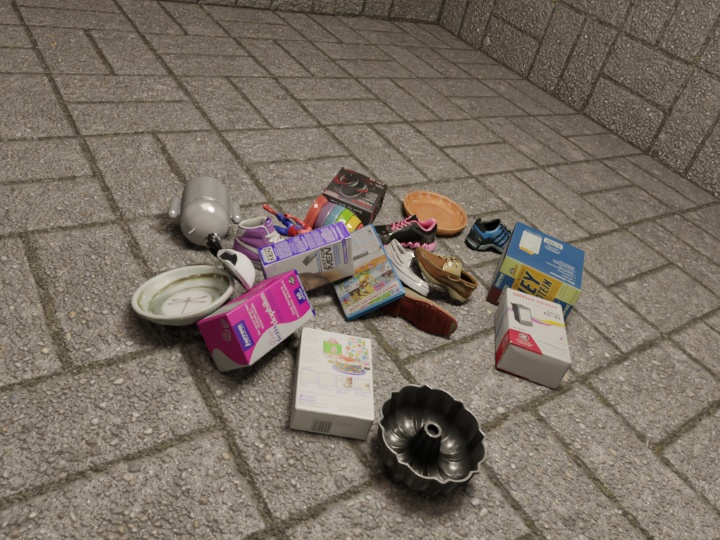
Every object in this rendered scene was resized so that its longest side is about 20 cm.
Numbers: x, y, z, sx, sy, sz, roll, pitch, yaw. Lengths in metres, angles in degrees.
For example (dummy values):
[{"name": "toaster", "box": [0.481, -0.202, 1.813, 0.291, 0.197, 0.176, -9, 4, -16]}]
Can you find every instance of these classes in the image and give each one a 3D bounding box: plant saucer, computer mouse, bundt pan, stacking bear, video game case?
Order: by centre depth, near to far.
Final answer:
[{"name": "bundt pan", "box": [0.115, 0.299, 1.016, 0.195, 0.077, 0.205, 11, 35, -8]}, {"name": "plant saucer", "box": [-0.337, 0.057, 1.136, 0.193, 0.052, 0.202, -4, 27, 2]}, {"name": "computer mouse", "box": [-0.254, -0.015, 1.195, 0.044, 0.111, 0.199, -40, 32, -14]}, {"name": "video game case", "box": [0.000, 0.000, 1.324, 0.139, 0.018, 0.203, -22, 58, -5]}, {"name": "stacking bear", "box": [-0.037, -0.086, 1.435, 0.196, 0.116, 0.122, 30, 25, 6]}, {"name": "plant saucer", "box": [0.213, -0.163, 1.704, 0.194, 0.038, 0.203, 12, 35, -8]}]

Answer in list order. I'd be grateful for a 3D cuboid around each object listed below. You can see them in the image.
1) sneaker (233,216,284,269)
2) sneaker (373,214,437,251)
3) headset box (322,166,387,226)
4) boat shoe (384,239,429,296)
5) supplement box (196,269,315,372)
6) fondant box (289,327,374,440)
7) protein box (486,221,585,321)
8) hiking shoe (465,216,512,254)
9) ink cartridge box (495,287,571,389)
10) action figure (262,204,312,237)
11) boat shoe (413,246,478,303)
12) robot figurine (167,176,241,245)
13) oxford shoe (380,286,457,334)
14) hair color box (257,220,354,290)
[{"name": "sneaker", "box": [-0.187, -0.055, 1.323, 0.194, 0.117, 0.074, 13, 33, -9]}, {"name": "sneaker", "box": [0.115, -0.109, 1.541, 0.193, 0.097, 0.080, 2, 39, -18]}, {"name": "headset box", "box": [-0.022, -0.187, 1.600, 0.145, 0.077, 0.201, 22, 36, 5]}, {"name": "boat shoe", "box": [0.110, -0.013, 1.397, 0.073, 0.066, 0.200, 28, 13, -41]}, {"name": "supplement box", "box": [-0.191, 0.092, 1.105, 0.199, 0.102, 0.104, -37, 105, -47]}, {"name": "fondant box", "box": [-0.051, 0.204, 1.087, 0.139, 0.059, 0.203, 11, 37, -9]}, {"name": "protein box", "box": [0.445, 0.012, 1.488, 0.194, 0.138, 0.201, 25, 36, 10]}, {"name": "hiking shoe", "box": [0.394, -0.099, 1.654, 0.194, 0.089, 0.075, 1, 38, -23]}, {"name": "ink cartridge box", "box": [0.383, 0.147, 1.326, 0.143, 0.087, 0.202, 17, 37, 0]}, {"name": "action figure", "box": [-0.173, -0.099, 1.392, 0.197, 0.067, 0.051, 27, 0, 36]}, {"name": "boat shoe", "box": [0.204, -0.001, 1.383, 0.198, 0.073, 0.077, 35, 28, -34]}, {"name": "robot figurine", "box": [-0.357, -0.136, 1.354, 0.164, 0.115, 0.203, 0, 38, -15]}, {"name": "oxford shoe", "box": [0.132, 0.077, 1.325, 0.195, 0.072, 0.075, 26, 30, 9]}, {"name": "hair color box", "box": [-0.113, -0.018, 1.258, 0.194, 0.111, 0.066, -19, 45, -12]}]
